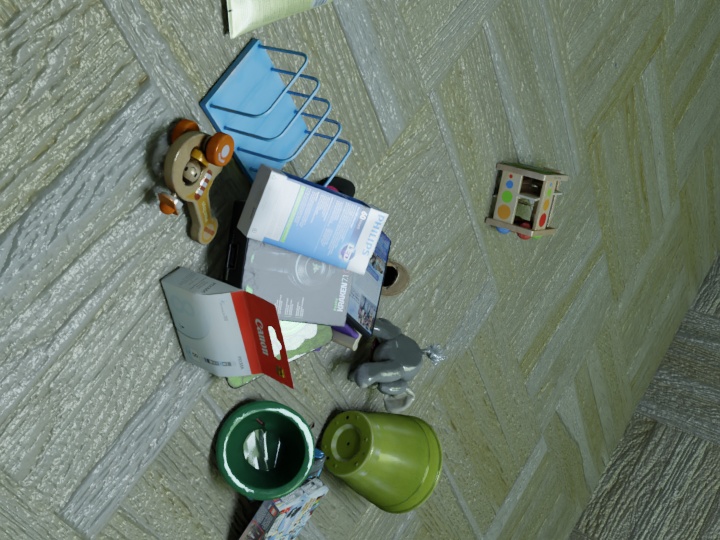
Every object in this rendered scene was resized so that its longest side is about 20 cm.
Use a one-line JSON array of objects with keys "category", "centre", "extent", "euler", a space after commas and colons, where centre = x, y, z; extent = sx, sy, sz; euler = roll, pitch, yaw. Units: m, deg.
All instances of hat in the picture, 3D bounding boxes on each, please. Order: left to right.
[{"category": "hat", "centre": [-0.176, 0.316, 1.674], "extent": [0.199, 0.176, 0.166], "euler": [27, 78, -16]}]

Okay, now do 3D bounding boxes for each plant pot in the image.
[{"category": "plant pot", "centre": [0.028, 0.361, 1.846], "extent": [0.193, 0.200, 0.201], "euler": [32, 79, -47]}]

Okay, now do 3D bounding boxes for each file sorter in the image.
[{"category": "file sorter", "centre": [-0.117, -0.218, 1.408], "extent": [0.139, 0.122, 0.200], "euler": [-55, 143, -21]}]

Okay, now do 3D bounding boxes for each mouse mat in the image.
[{"category": "mouse mat", "centre": [-0.148, 0.082, 1.514], "extent": [0.199, 0.008, 0.162], "euler": [-26, 108, -23]}]

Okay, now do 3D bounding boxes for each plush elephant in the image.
[{"category": "plush elephant", "centre": [0.049, 0.189, 1.834], "extent": [0.199, 0.166, 0.155], "euler": [8, 142, -24]}]

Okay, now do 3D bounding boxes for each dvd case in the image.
[{"category": "dvd case", "centre": [0.000, 0.000, 1.651], "extent": [0.143, 0.017, 0.201], "euler": [45, 49, -48]}]

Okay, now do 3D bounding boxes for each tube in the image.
[{"category": "tube", "centre": [-0.121, -0.403, 1.383], "extent": [0.200, 0.052, 0.058], "euler": [-30, 88, -40]}]

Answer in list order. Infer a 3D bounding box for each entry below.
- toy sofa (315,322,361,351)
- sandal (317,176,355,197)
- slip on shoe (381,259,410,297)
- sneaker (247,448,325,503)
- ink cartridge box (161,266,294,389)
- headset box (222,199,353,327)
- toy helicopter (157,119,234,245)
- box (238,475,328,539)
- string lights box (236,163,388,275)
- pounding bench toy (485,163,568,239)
[{"category": "toy sofa", "centre": [-0.073, 0.079, 1.647], "extent": [0.098, 0.082, 0.200], "euler": [-62, 145, -14]}, {"category": "sandal", "centre": [-0.070, -0.114, 1.591], "extent": [0.199, 0.045, 0.076], "euler": [-14, 117, -51]}, {"category": "slip on shoe", "centre": [0.050, 0.011, 1.805], "extent": [0.200, 0.060, 0.076], "euler": [27, 84, -56]}, {"category": "sneaker", "centre": [-0.134, 0.396, 1.723], "extent": [0.199, 0.073, 0.082], "euler": [-14, 116, -51]}, {"category": "ink cartridge box", "centre": [-0.195, 0.094, 1.378], "extent": [0.047, 0.199, 0.161], "euler": [-39, 135, -37]}, {"category": "headset box", "centre": [-0.117, -0.012, 1.460], "extent": [0.199, 0.093, 0.175], "euler": [9, 93, -27]}, {"category": "toy helicopter", "centre": [-0.240, -0.106, 1.337], "extent": [0.132, 0.079, 0.201], "euler": [-53, 155, -34]}, {"category": "box", "centre": [-0.155, 0.466, 1.692], "extent": [0.137, 0.040, 0.201], "euler": [-8, 136, -54]}, {"category": "string lights box", "centre": [-0.069, -0.073, 1.382], "extent": [0.199, 0.059, 0.103], "euler": [19, 99, -27]}, {"category": "pounding bench toy", "centre": [0.398, -0.157, 2.156], "extent": [0.199, 0.124, 0.157], "euler": [-8, 112, -53]}]
